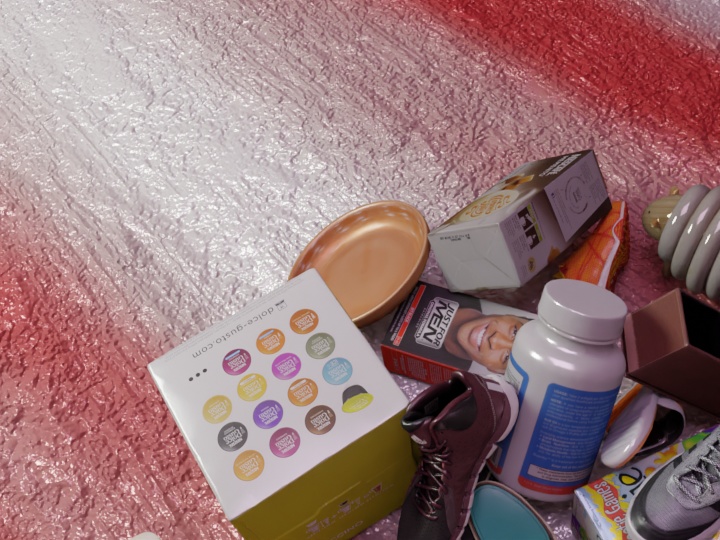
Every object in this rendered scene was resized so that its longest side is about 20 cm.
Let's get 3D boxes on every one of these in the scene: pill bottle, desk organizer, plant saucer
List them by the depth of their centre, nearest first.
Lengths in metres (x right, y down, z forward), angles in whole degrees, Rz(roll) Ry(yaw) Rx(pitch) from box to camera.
[{"bbox_3d":[0.197,0.117,0.960,0.111,0.201,0.112,10,24,-5],"label":"pill bottle"},{"bbox_3d":[0.360,0.095,0.983,0.199,0.077,0.072,24,51,-27],"label":"desk organizer"},{"bbox_3d":[0.000,0.000,1.171,0.199,0.038,0.201,-24,38,20],"label":"plant saucer"}]

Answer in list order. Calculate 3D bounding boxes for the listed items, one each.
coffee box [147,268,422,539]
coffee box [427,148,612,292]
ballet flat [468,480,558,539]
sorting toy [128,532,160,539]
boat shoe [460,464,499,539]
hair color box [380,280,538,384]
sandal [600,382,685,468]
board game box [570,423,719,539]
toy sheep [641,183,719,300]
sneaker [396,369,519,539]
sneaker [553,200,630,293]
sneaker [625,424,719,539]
[{"bbox_3d":[-0.065,0.163,1.005,0.199,0.201,0.198,-31,56,-9],"label":"coffee box"},{"bbox_3d":[0.188,-0.058,1.125,0.200,0.080,0.114,-35,19,-36],"label":"coffee box"},{"bbox_3d":[0.178,0.290,0.946,0.069,0.070,0.200,-37,70,-16],"label":"ballet flat"},{"bbox_3d":[-0.245,0.355,0.986,0.199,0.107,0.180,29,46,26],"label":"sorting toy"},{"bbox_3d":[0.102,0.275,0.981,0.060,0.074,0.201,6,49,20],"label":"boat shoe"},{"bbox_3d":[0.133,0.088,1.108,0.199,0.061,0.102,16,59,19],"label":"hair color box"},{"bbox_3d":[0.292,0.163,0.988,0.059,0.079,0.207,45,29,5],"label":"sandal"},{"bbox_3d":[0.318,0.236,0.946,0.199,0.105,0.103,-23,54,-7],"label":"board game box"},{"bbox_3d":[0.411,-0.026,1.095,0.199,0.138,0.138,27,64,25],"label":"toy sheep"},{"bbox_3d":[0.062,0.178,0.907,0.075,0.115,0.201,24,88,44],"label":"sneaker"},{"bbox_3d":[0.272,-0.009,1.147,0.077,0.073,0.201,11,54,29],"label":"sneaker"},{"bbox_3d":[0.319,0.167,0.859,0.199,0.114,0.076,-30,55,-11],"label":"sneaker"}]
